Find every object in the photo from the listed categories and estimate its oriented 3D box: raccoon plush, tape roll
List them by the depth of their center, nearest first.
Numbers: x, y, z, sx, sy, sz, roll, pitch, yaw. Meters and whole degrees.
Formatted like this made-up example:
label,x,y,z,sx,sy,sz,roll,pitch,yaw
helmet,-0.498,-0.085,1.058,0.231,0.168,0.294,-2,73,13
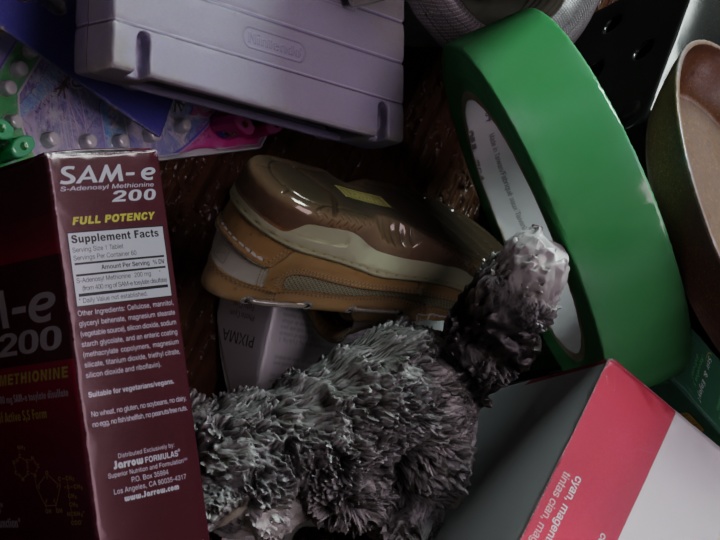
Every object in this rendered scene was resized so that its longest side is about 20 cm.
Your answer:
label,x,y,z,sx,sy,sz,roll,pitch,yaw
raccoon plush,-0.011,0.046,0.737,0.133,0.097,0.201,11,112,-36
tape roll,0.102,-0.031,0.820,0.048,0.200,0.202,-23,104,-3

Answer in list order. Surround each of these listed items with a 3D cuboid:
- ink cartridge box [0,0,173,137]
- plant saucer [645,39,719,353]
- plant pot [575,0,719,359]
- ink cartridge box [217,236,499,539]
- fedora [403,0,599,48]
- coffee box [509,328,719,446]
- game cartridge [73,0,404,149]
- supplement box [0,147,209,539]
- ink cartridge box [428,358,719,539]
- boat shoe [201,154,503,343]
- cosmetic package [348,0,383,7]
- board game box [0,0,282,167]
label,x,y,z,sx,sy,sz,roll,pitch,yaw
ink cartridge box,-0.121,-0.198,0.734,0.197,0.047,0.202,35,57,-39
plant saucer,0.195,-0.017,0.805,0.200,0.034,0.202,38,40,-40
plant pot,0.199,-0.066,0.991,0.177,0.199,0.201,39,57,-21
ink cartridge box,-0.011,0.063,0.857,0.159,0.047,0.202,13,91,-45
fedora,0.057,-0.198,0.923,0.177,0.090,0.201,51,52,-27
coffee box,0.190,0.104,0.992,0.200,0.122,0.044,43,52,-31
game cartridge,-0.050,-0.136,0.749,0.199,0.038,0.131,10,75,-50
supplement box,-0.126,0.057,0.678,0.061,0.108,0.202,-6,87,-46
ink cartridge box,0.127,0.167,0.789,0.199,0.145,0.145,38,64,-13
boat shoe,0.000,0.000,0.788,0.199,0.072,0.076,16,114,-44
cosmetic package,0.077,-0.200,0.802,0.200,0.105,0.072,-34,109,-46
board game box,-0.127,-0.151,0.770,0.199,0.026,0.202,-12,92,-47
